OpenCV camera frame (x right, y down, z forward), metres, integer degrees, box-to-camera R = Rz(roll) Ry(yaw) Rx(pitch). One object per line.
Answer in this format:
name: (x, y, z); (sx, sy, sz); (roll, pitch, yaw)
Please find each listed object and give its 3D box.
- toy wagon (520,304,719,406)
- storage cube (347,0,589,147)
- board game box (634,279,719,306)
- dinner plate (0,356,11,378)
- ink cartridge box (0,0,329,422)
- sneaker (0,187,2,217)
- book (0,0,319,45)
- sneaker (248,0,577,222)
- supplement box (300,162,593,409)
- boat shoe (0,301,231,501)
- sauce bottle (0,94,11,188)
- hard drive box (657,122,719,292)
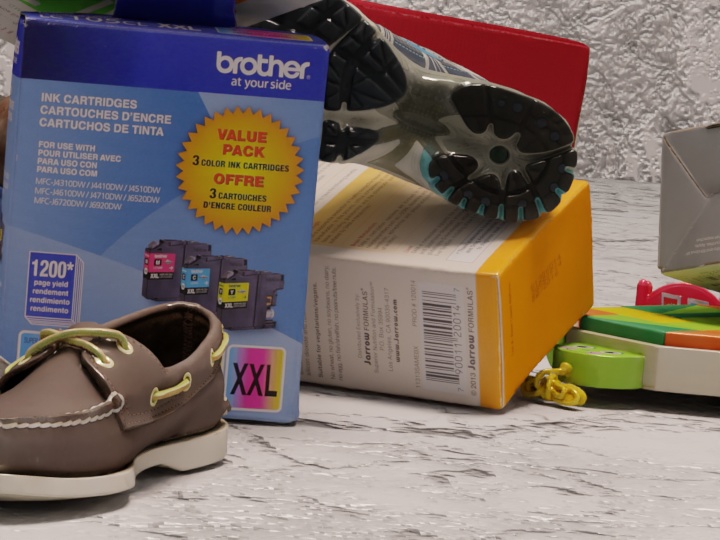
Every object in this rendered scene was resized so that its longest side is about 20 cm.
toy wagon: (0.164, 0.044, 1.484); (0.200, 0.040, 0.155); (0, 7, -41)
storage cube: (0.008, -0.067, 1.717); (0.180, 0.200, 0.171); (9, 3, -21)
board game box: (0.193, 0.023, 1.718); (0.158, 0.039, 0.200); (1, 7, -38)
dinner plate: (-0.226, 0.024, 1.163); (0.200, 0.024, 0.200); (16, -16, 5)
ink cartridge box: (-0.088, -0.040, 1.298); (0.136, 0.200, 0.076); (4, 6, -8)
sneaker: (-0.144, 0.018, 1.393); (0.200, 0.078, 0.070); (27, 5, 4)
book: (-0.085, -0.148, 1.297); (0.200, 0.048, 0.134); (-17, -32, 34)
sneaker: (0.003, -0.081, 1.410); (0.200, 0.078, 0.086); (28, 4, -9)
supplement box: (0.000, 0.000, 1.455); (0.200, 0.074, 0.126); (8, 26, 24)
boat shoe: (-0.101, 0.048, 1.101); (0.072, 0.060, 0.200); (7, 6, 20)
sauce bottle: (-0.135, -0.054, 1.430); (0.200, 0.065, 0.065); (13, 9, 33)
hard drive box: (0.273, -0.023, 1.523); (0.156, 0.077, 0.200); (-8, -17, 41)
